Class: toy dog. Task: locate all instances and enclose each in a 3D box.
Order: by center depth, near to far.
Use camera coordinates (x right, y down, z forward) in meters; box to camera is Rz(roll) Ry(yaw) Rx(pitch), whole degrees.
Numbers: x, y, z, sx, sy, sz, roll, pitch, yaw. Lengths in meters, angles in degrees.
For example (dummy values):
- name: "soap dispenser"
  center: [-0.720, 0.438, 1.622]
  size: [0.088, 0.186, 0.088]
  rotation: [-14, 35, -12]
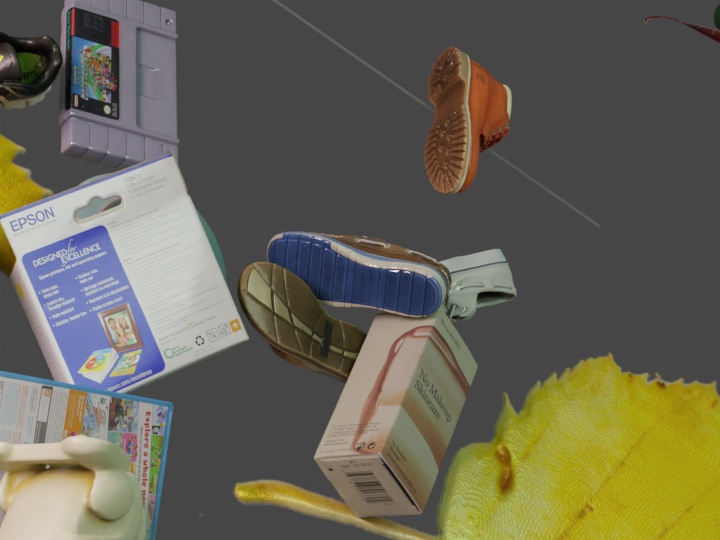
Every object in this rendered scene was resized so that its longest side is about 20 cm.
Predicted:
- name: "toy dog"
  center: [-0.263, 0.258, 1.459]
  size: [0.194, 0.139, 0.201]
  rotation: [51, 42, -62]

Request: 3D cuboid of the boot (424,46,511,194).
- name: "boot"
  center: [0.137, -0.164, 2.030]
  size: [0.107, 0.075, 0.201]
  rotation: [28, 52, -30]

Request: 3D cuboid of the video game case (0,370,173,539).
- name: "video game case"
  center: [-0.270, 0.175, 1.547]
  size: [0.199, 0.018, 0.144]
  rotation: [14, 77, -32]

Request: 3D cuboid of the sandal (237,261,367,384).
- name: "sandal"
  center: [-0.062, 0.065, 1.774]
  size: [0.200, 0.054, 0.081]
  rotation: [36, 54, -37]

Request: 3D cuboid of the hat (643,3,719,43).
- name: "hat"
  center: [0.519, -0.350, 2.458]
  size: [0.200, 0.175, 0.166]
  rotation: [65, 30, -47]

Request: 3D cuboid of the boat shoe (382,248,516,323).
- name: "boat shoe"
  center: [0.104, 0.026, 1.903]
  size: [0.200, 0.074, 0.066]
  rotation: [-17, 74, -41]

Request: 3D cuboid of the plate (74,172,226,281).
- name: "plate"
  center: [-0.215, -0.011, 1.708]
  size: [0.200, 0.026, 0.201]
  rotation: [17, 59, -31]

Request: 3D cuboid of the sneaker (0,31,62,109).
- name: "sneaker"
  center: [-0.368, -0.187, 1.637]
  size: [0.200, 0.087, 0.074]
  rotation: [-20, 80, -42]

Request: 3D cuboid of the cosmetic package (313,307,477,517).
- name: "cosmetic package"
  center: [0.040, 0.145, 1.762]
  size: [0.103, 0.087, 0.200]
  rotation: [55, 42, -34]

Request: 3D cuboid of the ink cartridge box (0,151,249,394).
- name: "ink cartridge box"
  center: [-0.229, 0.012, 1.638]
  size: [0.197, 0.047, 0.201]
  rotation: [-23, 89, -32]

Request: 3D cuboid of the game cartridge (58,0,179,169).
- name: "game cartridge"
  center: [-0.251, -0.199, 1.773]
  size: [0.129, 0.038, 0.201]
  rotation: [16, 59, -36]

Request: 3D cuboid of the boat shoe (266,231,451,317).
- name: "boat shoe"
  center: [0.000, 0.000, 1.802]
  size: [0.199, 0.073, 0.072]
  rotation: [17, 24, 14]
